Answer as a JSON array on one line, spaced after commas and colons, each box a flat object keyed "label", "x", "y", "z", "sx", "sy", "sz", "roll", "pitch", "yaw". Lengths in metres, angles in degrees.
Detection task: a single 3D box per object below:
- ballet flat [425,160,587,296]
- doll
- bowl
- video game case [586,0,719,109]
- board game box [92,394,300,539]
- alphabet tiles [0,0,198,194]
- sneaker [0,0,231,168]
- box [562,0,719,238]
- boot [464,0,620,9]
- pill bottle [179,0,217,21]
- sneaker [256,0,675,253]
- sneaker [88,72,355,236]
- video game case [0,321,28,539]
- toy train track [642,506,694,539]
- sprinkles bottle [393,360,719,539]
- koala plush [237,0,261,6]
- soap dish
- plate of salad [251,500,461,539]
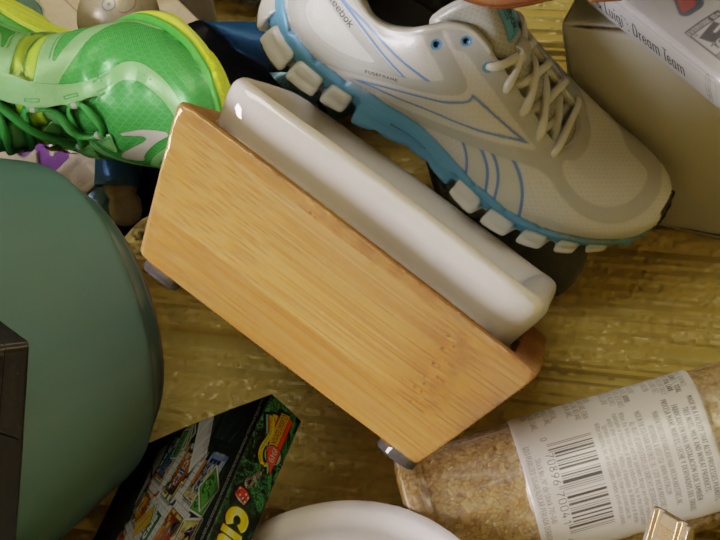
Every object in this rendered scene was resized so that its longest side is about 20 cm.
[{"label": "ballet flat", "x": 0.043, "y": -0.078, "z": 0.877, "sx": 0.067, "sy": 0.063, "sz": 0.202, "roll": -32, "pitch": 67, "yaw": 27}, {"label": "doll", "x": -0.057, "y": -0.061, "z": 0.876, "sx": 0.136, "sy": 0.048, "sz": 0.200, "roll": -43, "pitch": 83, "yaw": -12}, {"label": "bowl", "x": -0.157, "y": 0.033, "z": 0.806, "sx": 0.104, "sy": 0.202, "sz": 0.201, "roll": -18, "pitch": 43, "yaw": -34}, {"label": "video game case", "x": 0.179, "y": -0.168, "z": 0.814, "sx": 0.199, "sy": 0.024, "sz": 0.182, "roll": -32, "pitch": 47, "yaw": -11}, {"label": "board game box", "x": -0.094, "y": 0.146, "z": 0.750, "sx": 0.104, "sy": 0.023, "sz": 0.201, "roll": -21, "pitch": 36, "yaw": 46}, {"label": "alphabet tiles", "x": -0.172, "y": -0.130, "z": 0.909, "sx": 0.195, "sy": 0.015, "sz": 0.200, "roll": 43, "pitch": 77, "yaw": 4}, {"label": "sneaker", "x": -0.138, "y": -0.073, "z": 0.817, "sx": 0.198, "sy": 0.075, "sz": 0.084, "roll": 13, "pitch": 38, "yaw": 31}, {"label": "box", "x": 0.184, "y": -0.130, "z": 0.883, "sx": 0.108, "sy": 0.128, "sz": 0.201, "roll": 13, "pitch": 54, "yaw": 25}, {"label": "boot", "x": 0.078, "y": -0.198, "z": 0.725, "sx": 0.153, "sy": 0.074, "sz": 0.202, "roll": 9, "pitch": 89, "yaw": 24}, {"label": "pill bottle", "x": -0.179, "y": -0.115, "z": 0.971, "sx": 0.199, "sy": 0.113, "sz": 0.113, "roll": -30, "pitch": 49, "yaw": -12}, {"label": "sneaker", "x": 0.054, "y": -0.081, "z": 0.798, "sx": 0.199, "sy": 0.087, "sz": 0.075, "roll": 30, "pitch": 54, "yaw": -7}, {"label": "sneaker", "x": -0.059, "y": -0.063, "z": 0.939, "sx": 0.198, "sy": 0.079, "sz": 0.091, "roll": -20, "pitch": 69, "yaw": -3}, {"label": "video game case", "x": -0.186, "y": 0.091, "z": 0.729, "sx": 0.025, "sy": 0.202, "sz": 0.180, "roll": -6, "pitch": 23, "yaw": -37}, {"label": "toy train track", "x": 0.117, "y": 0.154, "z": 0.639, "sx": 0.032, "sy": 0.116, "sz": 0.200, "roll": -7, "pitch": 15, "yaw": -26}, {"label": "sprinkles bottle", "x": 0.115, "y": 0.078, "z": 0.761, "sx": 0.198, "sy": 0.069, "sz": 0.069, "roll": -16, "pitch": 48, "yaw": 0}, {"label": "koala plush", "x": -0.042, "y": -0.261, "z": 1.004, "sx": 0.182, "sy": 0.201, "sz": 0.178, "roll": -19, "pitch": 48, "yaw": -3}, {"label": "soap dish", "x": 0.000, "y": 0.000, "z": 0.748, "sx": 0.157, "sy": 0.200, "sz": 0.082, "roll": 37, "pitch": 95, "yaw": 4}, {"label": "plate of salad", "x": -0.019, "y": 0.184, "z": 0.710, "sx": 0.199, "sy": 0.048, "sz": 0.202, "roll": -19, "pitch": 52, "yaw": 26}]
